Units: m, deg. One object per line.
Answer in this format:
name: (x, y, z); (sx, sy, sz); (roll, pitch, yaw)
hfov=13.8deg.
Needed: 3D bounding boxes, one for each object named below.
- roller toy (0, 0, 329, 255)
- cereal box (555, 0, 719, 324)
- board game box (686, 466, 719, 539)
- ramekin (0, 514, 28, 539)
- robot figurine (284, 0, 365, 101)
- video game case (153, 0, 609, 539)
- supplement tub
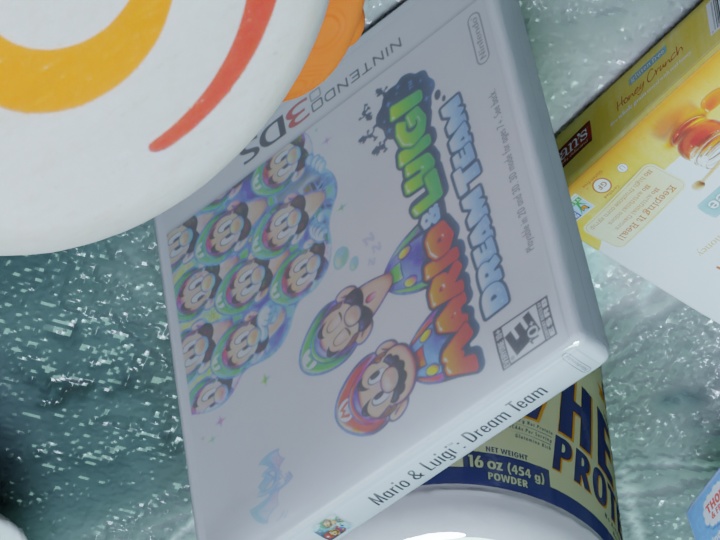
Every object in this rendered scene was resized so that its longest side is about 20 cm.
roller toy: (-0.110, -0.107, 0.878); (0.182, 0.140, 0.201); (9, 109, -30)
cereal box: (0.189, -0.030, 1.204); (0.199, 0.040, 0.144); (29, 125, -25)
board game box: (0.259, 0.074, 1.265); (0.199, 0.037, 0.152); (4, 138, -28)
ramekin: (-0.242, 0.152, 1.249); (0.200, 0.098, 0.201); (-39, 154, -23)
robot figurine: (-0.077, -0.112, 1.042); (0.199, 0.144, 0.117); (-9, 103, -37)
video game case: (0.000, 0.000, 1.116); (0.182, 0.201, 0.024); (-35, 134, 25)
supplement tub: (0.029, 0.079, 1.187); (0.144, 0.201, 0.146); (-1, 132, -1)
